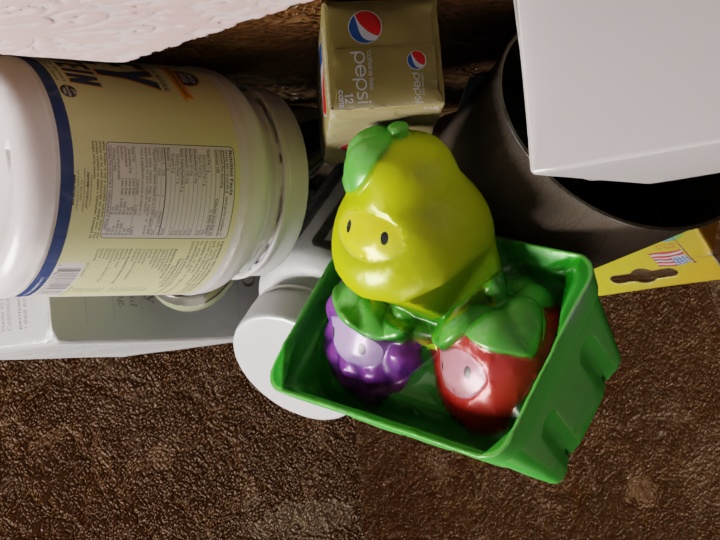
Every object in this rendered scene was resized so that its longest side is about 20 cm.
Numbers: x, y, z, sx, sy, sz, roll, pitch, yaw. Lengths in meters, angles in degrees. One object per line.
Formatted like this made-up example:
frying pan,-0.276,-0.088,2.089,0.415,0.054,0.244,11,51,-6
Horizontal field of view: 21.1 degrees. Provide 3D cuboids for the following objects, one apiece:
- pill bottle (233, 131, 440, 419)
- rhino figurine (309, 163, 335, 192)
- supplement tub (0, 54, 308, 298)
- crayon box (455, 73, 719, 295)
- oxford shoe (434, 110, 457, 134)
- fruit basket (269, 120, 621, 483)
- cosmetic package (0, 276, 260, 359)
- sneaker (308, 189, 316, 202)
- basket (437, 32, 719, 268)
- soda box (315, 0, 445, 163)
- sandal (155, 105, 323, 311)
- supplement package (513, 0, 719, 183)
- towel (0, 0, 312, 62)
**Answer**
pill bottle,0.000,0.000,1.333,0.114,0.114,0.200,-9,-144,42
rhino figurine,-0.011,-0.081,1.515,0.087,0.060,0.200,6,172,4
supplement tub,-0.147,-0.056,1.192,0.200,0.145,0.145,-1,174,-36
crayon box,0.167,-0.063,1.348,0.127,0.051,0.200,-8,138,33
oxford shoe,0.129,-0.108,1.424,0.199,0.071,0.074,-9,-154,0
fruit basket,0.037,0.019,1.149,0.215,0.156,0.216,27,165,8
cosmetic package,-0.197,-0.024,1.381,0.166,0.168,0.200,-9,174,42
sneaker,-0.094,-0.041,1.532,0.200,0.075,0.087,20,177,17
basket,0.117,-0.057,1.219,0.180,0.136,0.200,15,155,-22
soda box,0.009,-0.112,1.172,0.068,0.064,0.200,-4,175,-3
sandal,-0.081,-0.043,1.344,0.080,0.201,0.057,19,147,27
supplement package,0.192,-0.117,0.959,0.200,0.120,0.121,-9,175,38
towel,-0.142,-0.137,0.940,0.191,0.032,0.200,-1,174,-41
